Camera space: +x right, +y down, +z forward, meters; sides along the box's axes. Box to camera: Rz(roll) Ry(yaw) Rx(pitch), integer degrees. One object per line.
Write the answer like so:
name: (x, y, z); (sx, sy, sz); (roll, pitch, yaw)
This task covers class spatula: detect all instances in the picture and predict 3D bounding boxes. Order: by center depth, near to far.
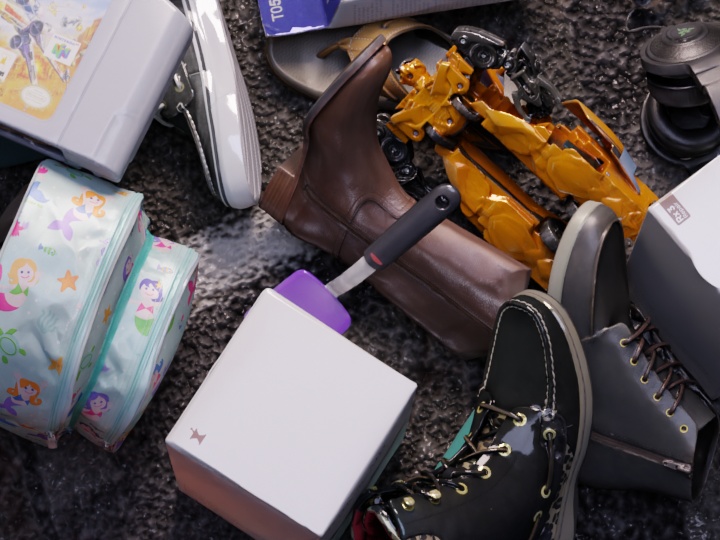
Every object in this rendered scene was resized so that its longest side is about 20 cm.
spatula: (0.000, 0.000, 1.643); (0.057, 0.200, 0.021); (47, 38, -6)

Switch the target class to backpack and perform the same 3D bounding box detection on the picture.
backpack: (-0.190, 0.025, 1.601); (0.150, 0.200, 0.178); (20, 76, 3)

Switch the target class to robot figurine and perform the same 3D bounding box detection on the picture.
robot figurine: (0.103, -0.076, 1.672); (0.200, 0.058, 0.145); (43, 120, -3)

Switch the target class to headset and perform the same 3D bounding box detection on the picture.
headset: (0.240, -0.132, 1.699); (0.094, 0.124, 0.200); (-21, 58, -8)

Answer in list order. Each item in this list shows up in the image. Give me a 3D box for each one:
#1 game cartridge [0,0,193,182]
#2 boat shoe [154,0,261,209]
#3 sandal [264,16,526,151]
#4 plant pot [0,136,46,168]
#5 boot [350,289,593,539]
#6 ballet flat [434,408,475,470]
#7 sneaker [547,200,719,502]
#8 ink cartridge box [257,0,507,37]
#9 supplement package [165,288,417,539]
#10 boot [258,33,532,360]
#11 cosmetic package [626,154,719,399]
game cartridge: (-0.216, -0.152, 1.570); (0.200, 0.042, 0.133); (23, 79, 7)
boat shoe: (-0.119, -0.129, 1.716); (0.071, 0.072, 0.200); (-16, 67, 3)
sandal: (0.032, -0.141, 1.723); (0.200, 0.055, 0.082); (23, 76, 4)
plant pot: (-0.244, -0.149, 1.659); (0.199, 0.141, 0.142); (-6, 76, 5)
boot: (0.070, 0.122, 1.560); (0.154, 0.073, 0.204); (-11, 109, -41)
ballet flat: (0.062, 0.166, 1.647); (0.062, 0.067, 0.200); (45, 80, -20)
sneaker: (0.186, 0.053, 1.621); (0.106, 0.075, 0.201); (10, 115, 29)
ink cartridge box: (0.013, -0.268, 1.738); (0.199, 0.041, 0.200); (-10, 62, -4)
supplement package: (-0.045, 0.109, 1.584); (0.117, 0.200, 0.117); (32, 78, 6)
boot: (0.047, -0.042, 1.640); (0.200, 0.187, 0.064); (37, 48, 5)
cosmetic package: (0.241, 0.004, 1.619); (0.081, 0.200, 0.113); (-36, 80, -10)
